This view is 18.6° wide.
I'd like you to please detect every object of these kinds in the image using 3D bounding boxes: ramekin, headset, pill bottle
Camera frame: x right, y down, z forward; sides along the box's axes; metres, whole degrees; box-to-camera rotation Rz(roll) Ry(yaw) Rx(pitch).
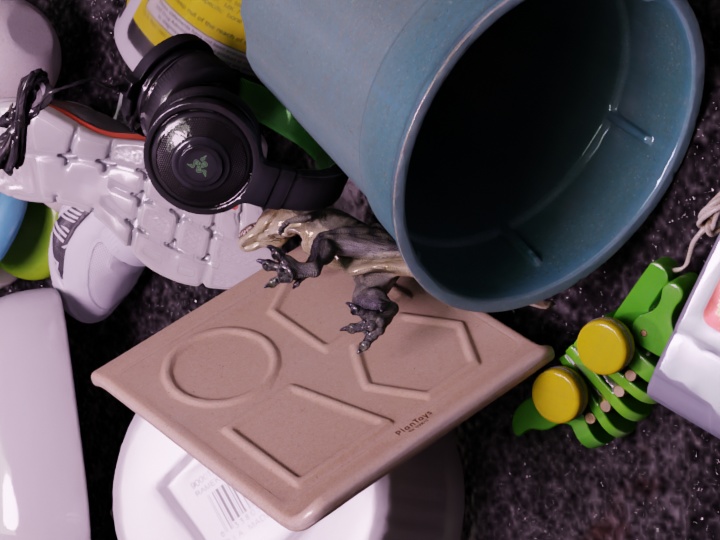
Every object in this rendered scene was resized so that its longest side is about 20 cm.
[{"bbox_3d":[-0.048,0.133,1.287,0.200,0.098,0.202,-4,79,23],"label":"ramekin"},{"bbox_3d":[-0.102,-0.073,1.236,0.094,0.199,0.124,-63,30,23],"label":"headset"},{"bbox_3d":[-0.058,-0.197,1.310,0.114,0.114,0.200,50,123,29],"label":"pill bottle"}]

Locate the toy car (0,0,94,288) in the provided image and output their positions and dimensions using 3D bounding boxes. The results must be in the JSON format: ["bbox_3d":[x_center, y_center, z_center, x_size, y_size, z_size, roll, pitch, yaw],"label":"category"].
[{"bbox_3d":[-0.271,-0.076,1.472,0.175,0.150,0.201,-32,88,38],"label":"toy car"}]

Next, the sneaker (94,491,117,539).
[{"bbox_3d":[-0.109,0.134,1.399,0.070,0.078,0.200,48,122,29],"label":"sneaker"}]

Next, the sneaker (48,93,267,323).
[{"bbox_3d":[-0.126,-0.032,1.407,0.115,0.075,0.201,42,116,35],"label":"sneaker"}]

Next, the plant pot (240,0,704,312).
[{"bbox_3d":[0.046,-0.114,1.179,0.196,0.200,0.201,42,119,41],"label":"plant pot"}]

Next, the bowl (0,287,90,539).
[{"bbox_3d":[-0.246,0.121,1.474,0.200,0.074,0.201,143,122,-65],"label":"bowl"}]

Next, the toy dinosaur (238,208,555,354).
[{"bbox_3d":[0.000,0.000,1.210,0.199,0.088,0.048,19,123,29],"label":"toy dinosaur"}]

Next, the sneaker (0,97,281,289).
[{"bbox_3d":[-0.134,-0.059,1.322,0.199,0.082,0.077,27,110,0],"label":"sneaker"}]

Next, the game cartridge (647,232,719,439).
[{"bbox_3d":[0.239,0.008,1.082,0.133,0.041,0.201,29,110,18],"label":"game cartridge"}]

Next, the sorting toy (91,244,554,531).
[{"bbox_3d":[-0.022,0.058,1.206,0.200,0.185,0.037,28,140,42],"label":"sorting toy"}]

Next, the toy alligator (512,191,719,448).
[{"bbox_3d":[0.153,0.038,1.167,0.054,0.059,0.200,48,124,13],"label":"toy alligator"}]
